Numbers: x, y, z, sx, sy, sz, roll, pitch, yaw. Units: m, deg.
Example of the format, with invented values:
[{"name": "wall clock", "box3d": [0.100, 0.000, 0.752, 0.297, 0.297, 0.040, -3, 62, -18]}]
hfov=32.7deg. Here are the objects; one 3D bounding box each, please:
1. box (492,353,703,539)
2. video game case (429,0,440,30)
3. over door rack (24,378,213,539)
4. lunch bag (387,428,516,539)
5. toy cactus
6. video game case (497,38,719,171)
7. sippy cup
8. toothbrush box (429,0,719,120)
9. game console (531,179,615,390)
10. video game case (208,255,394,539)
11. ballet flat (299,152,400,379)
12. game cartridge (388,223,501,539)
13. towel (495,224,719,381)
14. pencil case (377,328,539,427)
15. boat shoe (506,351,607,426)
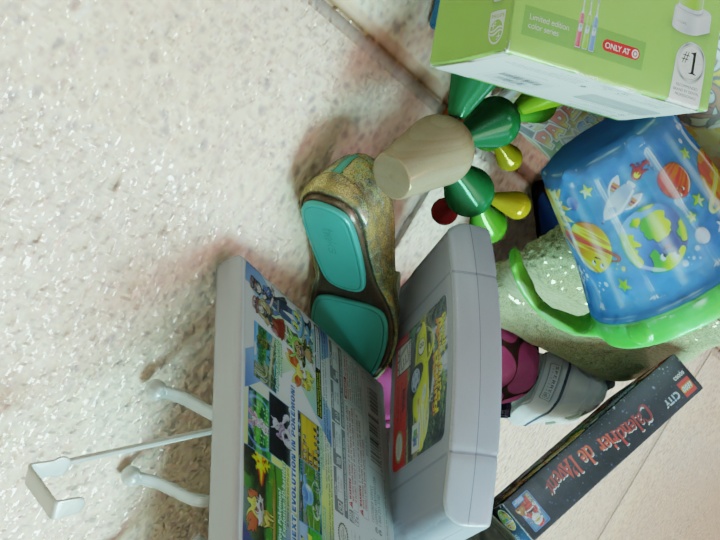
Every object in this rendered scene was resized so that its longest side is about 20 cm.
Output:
[{"name": "box", "box3d": [0.174, 0.157, 1.002, 0.200, 0.038, 0.137, -36, 169, -24]}, {"name": "video game case", "box3d": [0.128, -0.244, 0.848, 0.200, 0.018, 0.143, -22, 134, -46]}, {"name": "over door rack", "box3d": [-0.142, 0.149, 0.751, 0.200, 0.067, 0.148, -18, 132, -53]}, {"name": "lunch bag", "box3d": [0.035, 0.236, 0.970, 0.117, 0.200, 0.164, -32, 142, -38]}, {"name": "toy cactus", "box3d": [0.068, -0.097, 0.797, 0.165, 0.102, 0.200, -31, 147, -39]}, {"name": "video game case", "box3d": [0.216, -0.106, 0.866, 0.200, 0.182, 0.023, -36, -165, 54]}, {"name": "sippy cup", "box3d": [0.194, -0.037, 0.836, 0.178, 0.140, 0.130, -36, 102, -14]}, {"name": "toothbrush box", "box3d": [0.136, -0.201, 0.711, 0.145, 0.086, 0.201, 10, 89, -27]}, {"name": "game console", "box3d": [0.226, -0.020, 1.116, 0.118, 0.171, 0.200, -25, 144, -4]}, {"name": "video game case", "box3d": [-0.032, 0.117, 0.760, 0.022, 0.200, 0.182, -21, 139, 22]}, {"name": "ballet flat", "box3d": [0.000, 0.000, 0.840, 0.071, 0.071, 0.200, -42, 147, -27]}, {"name": "game cartridge", "box3d": [0.054, 0.077, 0.808, 0.133, 0.041, 0.200, 132, -36, -60]}, {"name": "towel", "box3d": [0.194, 0.032, 0.984, 0.200, 0.148, 0.037, 27, 51, -26]}, {"name": "pencil case", "box3d": [0.068, 0.082, 1.002, 0.200, 0.094, 0.091, 3, 72, -56]}, {"name": "boat shoe", "box3d": [0.181, 0.119, 1.145, 0.200, 0.067, 0.074, 78, 33, -86]}]
